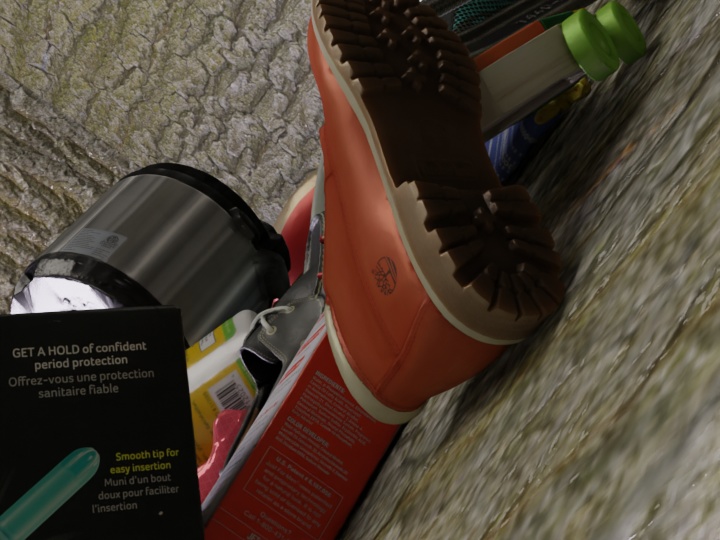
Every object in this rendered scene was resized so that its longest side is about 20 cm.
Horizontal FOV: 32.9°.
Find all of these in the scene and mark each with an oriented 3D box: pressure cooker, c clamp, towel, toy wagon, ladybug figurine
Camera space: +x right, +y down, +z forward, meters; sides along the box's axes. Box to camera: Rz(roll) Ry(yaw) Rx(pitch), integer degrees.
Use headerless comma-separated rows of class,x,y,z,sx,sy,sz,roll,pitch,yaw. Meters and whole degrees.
pressure cooker,-0.160,0.013,0.990,0.179,0.175,0.201,-47,5,45
c clamp,0.071,-0.156,0.706,0.199,0.027,0.170,-35,33,-28
towel,0.084,-0.054,0.860,0.201,0.024,0.145,-57,5,23
toy wagon,0.073,-0.086,0.637,0.154,0.040,0.200,-32,1,28
ladybug figurine,-0.016,-0.010,1.099,0.202,0.134,0.072,-65,30,22

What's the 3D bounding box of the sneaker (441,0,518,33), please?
sneaker,0.060,-0.139,0.772,0.078,0.091,0.200,-55,-6,36

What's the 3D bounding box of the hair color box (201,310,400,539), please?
hair color box,-0.019,0.081,0.645,0.201,0.061,0.102,-59,5,-24

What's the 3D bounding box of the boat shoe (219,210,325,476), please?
boat shoe,-0.039,0.044,0.747,0.072,0.067,0.202,123,160,-57

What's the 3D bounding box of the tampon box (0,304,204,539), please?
tampon box,-0.152,0.133,0.551,0.126,0.148,0.203,131,134,-62

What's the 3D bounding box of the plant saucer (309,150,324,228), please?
plant saucer,0.013,-0.033,0.819,0.200,0.049,0.203,-173,90,-72

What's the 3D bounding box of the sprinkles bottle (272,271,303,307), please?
sprinkles bottle,0.010,-0.021,1.016,0.200,0.068,0.068,-49,4,13

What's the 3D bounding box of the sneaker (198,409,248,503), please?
sneaker,-0.105,0.174,0.791,0.201,0.086,0.074,-56,2,11

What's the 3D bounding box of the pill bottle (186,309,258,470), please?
pill bottle,-0.128,0.128,0.855,0.199,0.112,0.111,-35,3,1

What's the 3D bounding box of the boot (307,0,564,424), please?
boot,0.007,-0.036,0.517,0.108,0.074,0.202,-53,43,44
